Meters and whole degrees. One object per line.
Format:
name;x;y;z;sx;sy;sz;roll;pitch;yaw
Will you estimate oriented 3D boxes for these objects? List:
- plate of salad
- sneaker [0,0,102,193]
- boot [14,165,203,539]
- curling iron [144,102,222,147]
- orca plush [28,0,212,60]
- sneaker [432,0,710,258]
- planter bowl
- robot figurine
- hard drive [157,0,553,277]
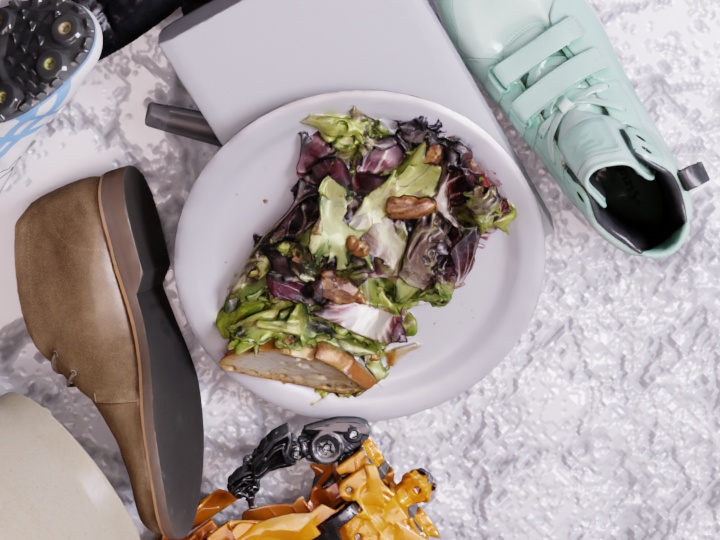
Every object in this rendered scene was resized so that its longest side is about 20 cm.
plate of salad;0.000;0.000;1.289;0.198;0.048;0.202;0;118;-1
sneaker;-0.202;-0.071;1.280;0.200;0.072;0.072;-40;60;24
boot;-0.134;0.050;1.319;0.075;0.074;0.202;-13;86;12
curling iron;-0.018;-0.073;1.323;0.198;0.026;0.050;6;108;-5
orca plush;-0.139;-0.159;1.278;0.199;0.071;0.106;-26;101;3
sneaker;0.111;-0.093;1.278;0.074;0.118;0.201;-38;99;7
planter bowl;-0.200;0.151;1.291;0.134;0.200;0.201;-37;102;-22
robot figurine;-0.042;0.167;1.354;0.199;0.058;0.145;-35;101;5
hard drive;0.000;-0.073;1.291;0.131;0.026;0.201;-27;116;12
